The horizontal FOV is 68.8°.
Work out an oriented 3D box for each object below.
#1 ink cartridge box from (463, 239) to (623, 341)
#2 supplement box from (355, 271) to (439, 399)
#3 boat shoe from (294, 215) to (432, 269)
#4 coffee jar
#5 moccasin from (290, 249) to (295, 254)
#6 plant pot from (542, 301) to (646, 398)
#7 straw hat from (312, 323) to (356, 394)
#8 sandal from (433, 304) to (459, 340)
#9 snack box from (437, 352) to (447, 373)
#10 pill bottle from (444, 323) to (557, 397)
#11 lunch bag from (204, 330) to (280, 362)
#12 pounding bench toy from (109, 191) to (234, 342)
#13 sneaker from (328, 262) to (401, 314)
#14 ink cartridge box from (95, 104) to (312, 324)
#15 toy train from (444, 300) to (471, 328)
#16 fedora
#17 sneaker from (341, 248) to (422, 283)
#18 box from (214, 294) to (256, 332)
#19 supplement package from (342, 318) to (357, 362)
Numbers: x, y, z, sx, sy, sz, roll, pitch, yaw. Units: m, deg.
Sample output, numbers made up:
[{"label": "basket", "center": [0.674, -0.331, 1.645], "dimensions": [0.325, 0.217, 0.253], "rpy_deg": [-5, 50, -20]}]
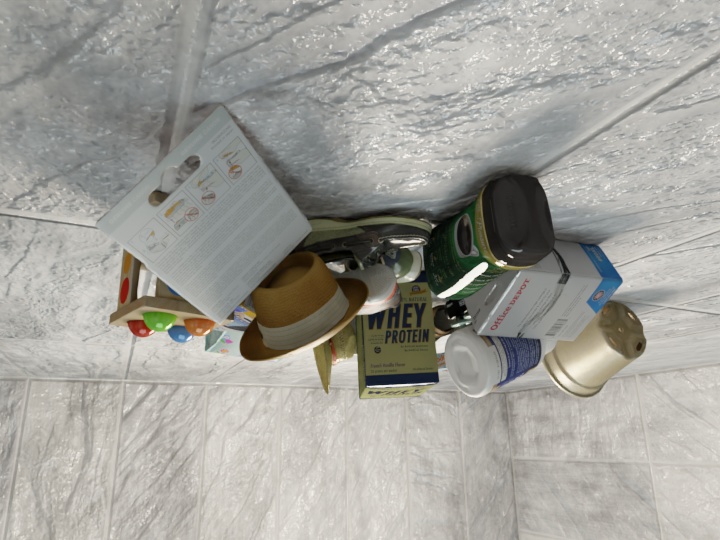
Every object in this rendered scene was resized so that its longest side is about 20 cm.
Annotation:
[{"label": "ink cartridge box", "center": [0.281, 0.030, 0.831], "dimensions": [0.193, 0.086, 0.147], "rpy_deg": [6, 133, -20]}, {"label": "supplement box", "center": [0.061, 0.131, 1.011], "dimensions": [0.129, 0.208, 0.201], "rpy_deg": [-2, 161, -4]}, {"label": "boat shoe", "center": [0.002, -0.034, 0.727], "dimensions": [0.193, 0.069, 0.072], "rpy_deg": [0, 166, 7]}, {"label": "coffee jar", "center": [0.157, -0.037, 0.669], "dimensions": [0.082, 0.108, 0.200], "rpy_deg": [0, 164, -20]}, {"label": "moccasin", "center": [-0.170, -0.003, 0.810], "dimensions": [0.197, 0.076, 0.077], "rpy_deg": [-14, 145, 44]}, {"label": "plant pot", "center": [0.556, 0.172, 1.236], "dimensions": [0.193, 0.207, 0.184], "rpy_deg": [5, 151, -18]}, {"label": "straw hat", "center": [-0.052, 0.141, 1.084], "dimensions": [0.082, 0.208, 0.202], "rpy_deg": [-11, 165, -14]}, {"label": "sandal", "center": [0.171, 0.117, 1.140], "dimensions": [0.193, 0.085, 0.055], "rpy_deg": [-15, 169, -6]}, {"label": "snack box", "center": [0.137, 0.216, 1.190], "dimensions": [0.192, 0.039, 0.117], "rpy_deg": [-7, 164, 1]}, {"label": "pill bottle", "center": [0.248, 0.132, 0.909], "dimensions": [0.195, 0.115, 0.110], "rpy_deg": [-15, 172, -32]}, {"label": "lunch bag", "center": [-0.184, 0.082, 0.998], "dimensions": [0.167, 0.126, 0.199], "rpy_deg": [17, 138, -36]}, {"label": "pounding bench toy", "center": [-0.219, -0.001, 0.667], "dimensions": [0.122, 0.162, 0.197], "rpy_deg": [14, 157, -40]}, {"label": "sneaker", "center": [-0.028, 0.043, 0.788], "dimensions": [0.193, 0.080, 0.082], "rpy_deg": [-1, 151, 27]}, {"label": "ink cartridge box", "center": [-0.155, -0.055, 0.559], "dimensions": [0.057, 0.162, 0.201], "rpy_deg": [39, 171, 41]}, {"label": "toy train", "center": [0.235, 0.049, 0.991], "dimensions": [0.110, 0.088, 0.200], "rpy_deg": [-9, 163, -23]}, {"label": "fedora", "center": [-0.083, 0.032, 0.665], "dimensions": [0.194, 0.084, 0.202], "rpy_deg": [-21, -162, 7]}, {"label": "sneaker", "center": [0.000, 0.000, 0.847], "dimensions": [0.088, 0.070, 0.197], "rpy_deg": [20, 150, -40]}, {"label": "box", "center": [-0.215, 0.061, 0.834], "dimensions": [0.194, 0.043, 0.119], "rpy_deg": [-3, 151, 32]}, {"label": "supplement package", "center": [0.052, 0.143, 1.200], "dimensions": [0.192, 0.118, 0.110], "rpy_deg": [0, 163, -12]}]
